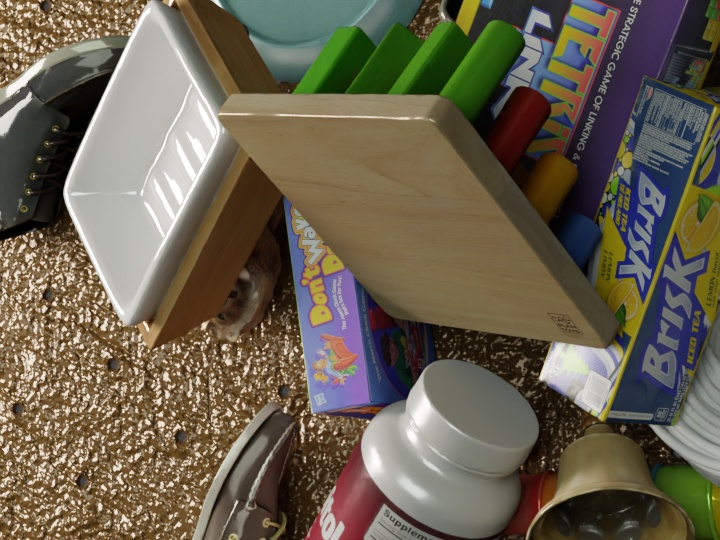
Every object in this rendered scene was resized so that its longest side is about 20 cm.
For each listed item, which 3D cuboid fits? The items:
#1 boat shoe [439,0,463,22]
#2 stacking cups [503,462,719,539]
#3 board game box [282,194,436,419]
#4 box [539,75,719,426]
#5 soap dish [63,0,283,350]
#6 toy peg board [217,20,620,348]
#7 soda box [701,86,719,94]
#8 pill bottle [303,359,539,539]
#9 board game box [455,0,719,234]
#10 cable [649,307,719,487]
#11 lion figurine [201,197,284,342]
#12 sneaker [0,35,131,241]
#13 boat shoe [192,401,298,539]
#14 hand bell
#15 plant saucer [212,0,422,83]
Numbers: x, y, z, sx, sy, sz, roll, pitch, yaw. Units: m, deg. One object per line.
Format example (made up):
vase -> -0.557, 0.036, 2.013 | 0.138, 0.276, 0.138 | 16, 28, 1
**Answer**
boat shoe -> 0.149, -0.211, 1.243 | 0.201, 0.060, 0.072 | -25, 75, 19
stacking cups -> 0.180, 0.156, 1.182 | 0.199, 0.060, 0.061 | -6, 81, 22
board game box -> 0.000, 0.000, 1.240 | 0.045, 0.134, 0.201 | -12, 78, 22
box -> 0.181, -0.009, 1.080 | 0.064, 0.070, 0.201 | 34, 111, 48
soap dish -> -0.120, -0.071, 1.220 | 0.158, 0.081, 0.200 | 59, 134, 35
toy peg board -> 0.053, -0.061, 1.078 | 0.199, 0.199, 0.098 | 8, 56, 50
soda box -> 0.235, -0.073, 1.145 | 0.199, 0.064, 0.068 | 9, 59, 41
pill bottle -> 0.036, 0.161, 1.182 | 0.113, 0.113, 0.201 | 41, 122, 22
board game box -> 0.129, -0.119, 1.145 | 0.165, 0.057, 0.201 | 30, 106, 38
cable -> 0.273, 0.050, 1.122 | 0.199, 0.069, 0.201 | -2, 60, 31
lion figurine -> -0.118, -0.049, 1.340 | 0.200, 0.072, 0.123 | 49, 116, 35
sneaker -> -0.233, -0.101, 1.393 | 0.199, 0.075, 0.107 | -27, 78, 27
boat shoe -> -0.087, 0.193, 1.289 | 0.059, 0.072, 0.201 | 28, 98, 17
hand bell -> 0.156, 0.099, 1.163 | 0.104, 0.104, 0.201 | -20, 39, 20
plant saucer -> -0.040, -0.243, 1.347 | 0.199, 0.027, 0.202 | -3, 83, 23
